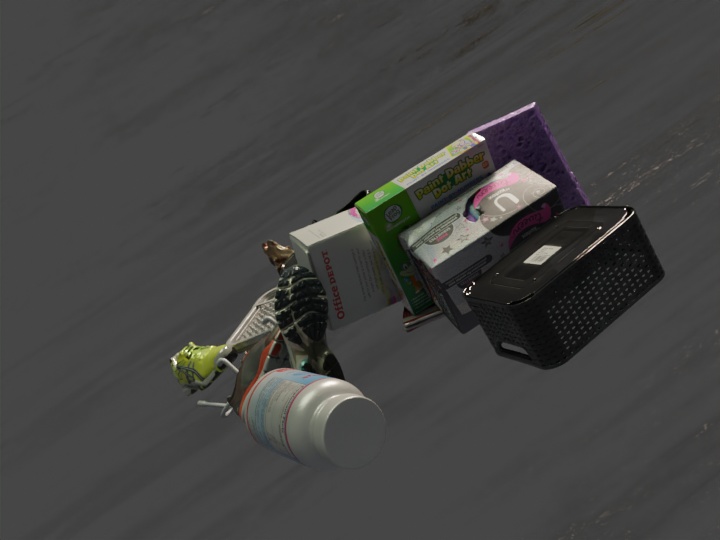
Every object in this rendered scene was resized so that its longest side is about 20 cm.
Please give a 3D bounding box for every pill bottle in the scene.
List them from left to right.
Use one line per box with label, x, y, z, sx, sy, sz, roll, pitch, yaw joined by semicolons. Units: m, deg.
pill bottle;-0.056;0.181;0.998;0.109;0.109;0.200;-40;19;-25

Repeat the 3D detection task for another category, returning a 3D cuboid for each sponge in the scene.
sponge;0.251;-0.139;1.211;0.111;0.200;0.030;-23;21;30

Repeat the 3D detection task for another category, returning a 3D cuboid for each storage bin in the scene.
storage bin;0.240;0.014;0.981;0.200;0.094;0.135;-36;17;-16

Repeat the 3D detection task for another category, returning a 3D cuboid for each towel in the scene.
towel;0.138;0.020;1.272;0.144;0.023;0.200;-24;20;19

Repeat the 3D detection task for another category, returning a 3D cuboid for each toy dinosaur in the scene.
toy dinosaur;-0.092;0.029;1.381;0.086;0.200;0.136;-4;-19;-32

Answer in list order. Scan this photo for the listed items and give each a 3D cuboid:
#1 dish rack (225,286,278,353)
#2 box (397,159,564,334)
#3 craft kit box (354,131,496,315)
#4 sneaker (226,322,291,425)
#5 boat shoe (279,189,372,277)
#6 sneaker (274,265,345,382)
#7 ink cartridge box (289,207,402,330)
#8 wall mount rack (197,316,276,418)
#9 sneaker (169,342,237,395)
dish rack;-0.142;0.079;1.499;0.172;0.044;0.200;-22;19;28
box;0.177;-0.034;1.125;0.200;0.132;0.115;-33;35;-5
craft kit box;0.117;-0.064;1.179;0.200;0.198;0.049;-33;32;-7
sneaker;-0.143;0.126;1.223;0.082;0.077;0.200;25;84;38
boat shoe;-0.050;-0.057;1.282;0.199;0.066;0.075;-32;34;-8
sneaker;-0.083;0.094;1.162;0.078;0.200;0.086;-11;-3;-18
ink cartridge box;0.010;-0.019;1.233;0.200;0.145;0.085;-23;26;-18
wall mount rack;-0.190;0.165;1.358;0.200;0.075;0.174;-44;-11;-39
sneaker;-0.285;0.165;1.448;0.200;0.076;0.075;-32;9;49
